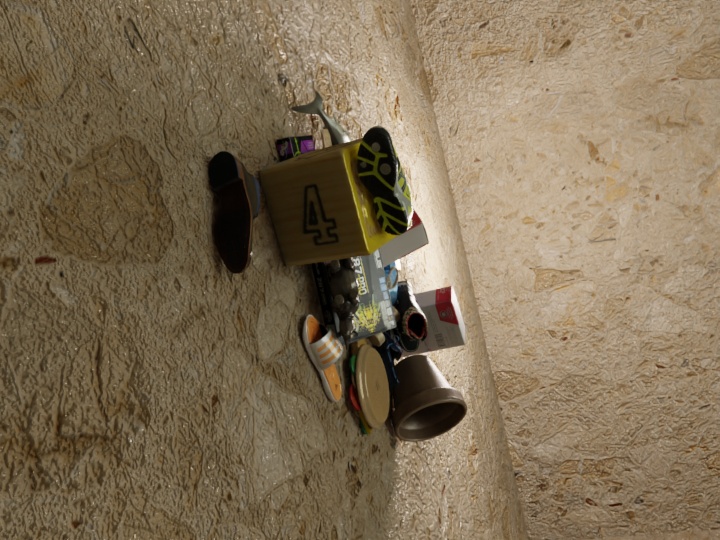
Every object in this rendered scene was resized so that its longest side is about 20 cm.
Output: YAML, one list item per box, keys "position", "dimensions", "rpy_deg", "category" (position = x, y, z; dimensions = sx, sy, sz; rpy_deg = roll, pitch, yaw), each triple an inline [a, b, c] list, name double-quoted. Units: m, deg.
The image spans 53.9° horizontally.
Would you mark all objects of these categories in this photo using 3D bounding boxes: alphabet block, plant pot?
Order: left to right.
- position: [-0.044, -0.136, 1.362]
  dimensions: [0.195, 0.198, 0.199]
  rpy_deg: [-37, 114, -54]
  category: "alphabet block"
- position: [0.157, 0.325, 1.862]
  dimensions: [0.201, 0.199, 0.176]
  rpy_deg: [56, 9, -51]
  category: "plant pot"

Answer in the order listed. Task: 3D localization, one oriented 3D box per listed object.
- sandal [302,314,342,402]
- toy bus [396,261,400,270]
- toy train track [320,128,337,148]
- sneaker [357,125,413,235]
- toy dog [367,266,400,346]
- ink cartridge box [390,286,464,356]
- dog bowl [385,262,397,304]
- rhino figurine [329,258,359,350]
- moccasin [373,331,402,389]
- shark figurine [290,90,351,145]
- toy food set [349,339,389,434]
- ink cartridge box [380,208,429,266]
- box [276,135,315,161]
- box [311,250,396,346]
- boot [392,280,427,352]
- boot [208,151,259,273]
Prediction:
- position: [-0.058, 0.172, 1.426]
  dimensions: [0.079, 0.059, 0.208]
  rpy_deg: [-74, 148, -56]
  category: "sandal"
- position: [0.058, -0.052, 1.907]
  dimensions: [0.065, 0.077, 0.203]
  rpy_deg: [7, 72, -72]
  category: "toy bus"
- position: [-0.034, -0.262, 1.573]
  dimensions: [0.199, 0.032, 0.116]
  rpy_deg: [-24, 109, -49]
  category: "toy train track"
- position: [0.046, -0.166, 1.271]
  dimensions: [0.077, 0.074, 0.202]
  rpy_deg: [-61, 143, -52]
  category: "sneaker"
- position: [0.022, 0.080, 1.682]
  dimensions: [0.131, 0.096, 0.202]
  rpy_deg: [-32, 129, -41]
  category: "toy dog"
- position: [0.172, 0.140, 1.921]
  dimensions: [0.086, 0.198, 0.149]
  rpy_deg: [-73, 147, -57]
  category: "ink cartridge box"
- position: [0.053, 0.006, 1.804]
  dimensions: [0.112, 0.049, 0.202]
  rpy_deg: [129, -40, -60]
  category: "dog bowl"
- position: [-0.031, 0.060, 1.427]
  dimensions: [0.088, 0.059, 0.203]
  rpy_deg: [106, -20, -75]
  category: "rhino figurine"
- position: [0.075, 0.219, 1.806]
  dimensions: [0.081, 0.067, 0.202]
  rpy_deg: [57, 25, -49]
  category: "moccasin"
- position: [-0.073, -0.306, 1.628]
  dimensions: [0.129, 0.089, 0.214]
  rpy_deg: [55, 7, 22]
  category: "shark figurine"
- position: [0.017, 0.266, 1.630]
  dimensions: [0.199, 0.048, 0.202]
  rpy_deg: [-72, 147, -57]
  category: "toy food set"
- position: [0.060, -0.120, 1.733]
  dimensions: [0.201, 0.146, 0.086]
  rpy_deg: [63, 1, 44]
  category: "ink cartridge box"
- position: [-0.116, -0.184, 1.507]
  dimensions: [0.143, 0.036, 0.203]
  rpy_deg: [-39, 118, -71]
  category: "box"
- position: [-0.015, 0.047, 1.531]
  dimensions: [0.160, 0.049, 0.203]
  rpy_deg: [-14, 93, -37]
  category: "box"
- position: [0.125, 0.147, 1.780]
  dimensions: [0.154, 0.073, 0.206]
  rpy_deg: [-111, -169, -62]
  category: "boot"
- position: [-0.188, -0.087, 1.152]
  dimensions: [0.097, 0.074, 0.203]
  rpy_deg: [25, 54, -65]
  category: "boot"
